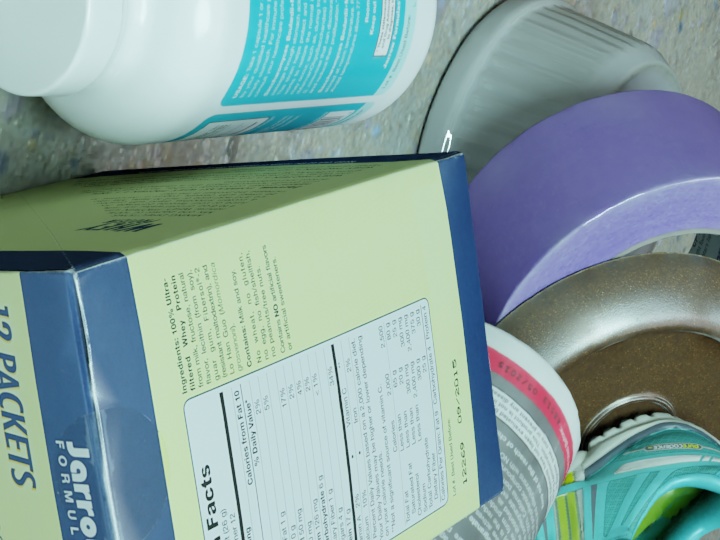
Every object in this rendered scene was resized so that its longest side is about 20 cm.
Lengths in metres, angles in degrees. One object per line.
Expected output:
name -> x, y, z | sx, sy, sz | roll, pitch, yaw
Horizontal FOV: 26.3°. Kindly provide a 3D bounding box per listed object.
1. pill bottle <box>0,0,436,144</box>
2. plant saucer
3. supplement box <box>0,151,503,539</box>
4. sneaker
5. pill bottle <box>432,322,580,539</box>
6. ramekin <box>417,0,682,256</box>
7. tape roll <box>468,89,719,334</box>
pill bottle -> -0.063, -0.109, 0.620 | 0.199, 0.110, 0.112 | -13, 117, -55
plant saucer -> 0.137, 0.079, 0.822 | 0.198, 0.032, 0.202 | -10, 129, -13
supplement box -> -0.087, 0.043, 0.554 | 0.199, 0.199, 0.136 | -21, 106, -52
sneaker -> 0.105, 0.141, 0.761 | 0.199, 0.080, 0.078 | -34, 123, -12
pill bottle -> 0.012, 0.122, 0.670 | 0.200, 0.110, 0.111 | -56, 146, -38
ramekin -> 0.124, -0.062, 0.947 | 0.202, 0.094, 0.204 | -32, 131, -46
tape roll -> 0.146, 0.008, 0.844 | 0.198, 0.085, 0.201 | -11, 130, -14
